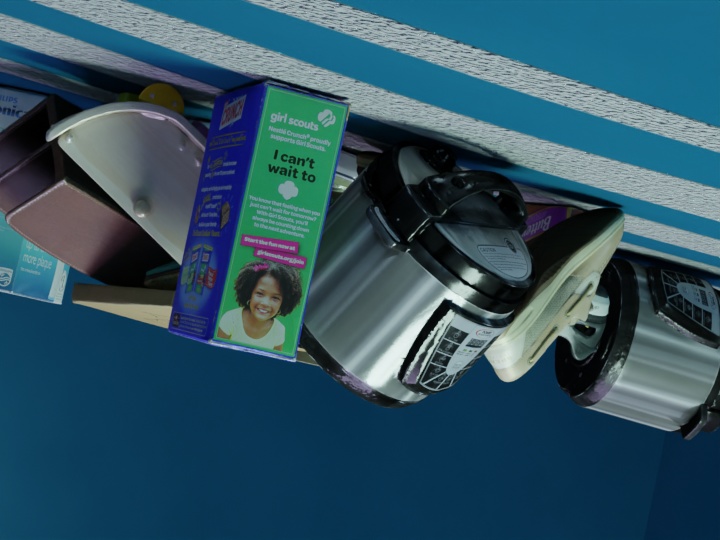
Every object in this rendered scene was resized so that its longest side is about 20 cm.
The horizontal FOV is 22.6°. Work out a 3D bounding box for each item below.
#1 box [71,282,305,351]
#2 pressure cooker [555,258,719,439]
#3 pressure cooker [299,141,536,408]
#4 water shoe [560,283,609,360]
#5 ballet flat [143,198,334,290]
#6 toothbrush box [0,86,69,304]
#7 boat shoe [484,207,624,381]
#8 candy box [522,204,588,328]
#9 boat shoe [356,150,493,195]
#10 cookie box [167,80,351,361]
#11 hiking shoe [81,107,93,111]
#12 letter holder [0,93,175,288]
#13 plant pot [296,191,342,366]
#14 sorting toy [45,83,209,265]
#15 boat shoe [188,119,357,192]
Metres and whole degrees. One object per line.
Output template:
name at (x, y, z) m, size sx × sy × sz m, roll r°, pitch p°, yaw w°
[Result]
box at (-0.154, 0.042, 1.658) m, size 0.162 × 0.022 × 0.199 m, roll 18°, pitch 172°, yaw -34°
pressure cooker at (0.342, 0.089, 2.052) m, size 0.198 × 0.178 × 0.178 m, roll 17°, pitch 179°, yaw -17°
pressure cooker at (0.046, -0.008, 1.491) m, size 0.178 × 0.200 × 0.176 m, roll 37°, pitch -157°, yaw -17°
water shoe at (0.129, 0.033, 1.666) m, size 0.198 × 0.080 × 0.072 m, roll 13°, pitch -169°, yaw 5°
ballet flat at (-0.099, -0.003, 1.657) m, size 0.198 × 0.071 × 0.071 m, roll -22°, pitch -177°, yaw -10°
toothbrush box at (-0.346, -0.076, 1.855) m, size 0.084 × 0.202 × 0.146 m, roll 11°, pitch 176°, yaw 11°
boat shoe at (0.174, 0.018, 1.601) m, size 0.072 × 0.200 × 0.065 m, roll 1°, pitch 128°, yaw 49°
candy box at (0.158, -0.005, 1.797) m, size 0.056 × 0.118 × 0.199 m, roll 15°, pitch 177°, yaw -30°
boat shoe at (0.057, -0.060, 1.640) m, size 0.072 × 0.073 × 0.200 m, roll 11°, pitch 176°, yaw 30°
cookie box at (-0.083, -0.039, 1.422) m, size 0.074 × 0.202 × 0.171 m, roll 12°, pitch 178°, yaw -17°
hiking shoe at (-0.197, -0.122, 1.759) m, size 0.100 × 0.077 × 0.199 m, roll -5°, pitch 173°, yaw 32°
letter holder at (-0.262, -0.050, 1.675) m, size 0.141 × 0.101 × 0.200 m, roll -30°, pitch 143°, yaw 23°
plant pot at (0.000, 0.000, 1.764) m, size 0.185 × 0.202 × 0.187 m, roll 12°, pitch 176°, yaw 1°
sorting toy at (-0.174, -0.092, 1.594) m, size 0.200 × 0.107 × 0.180 m, roll 45°, pitch 178°, yaw -14°
boat shoe at (-0.081, -0.093, 1.700) m, size 0.198 × 0.063 × 0.072 m, roll 11°, pitch 177°, yaw 14°
